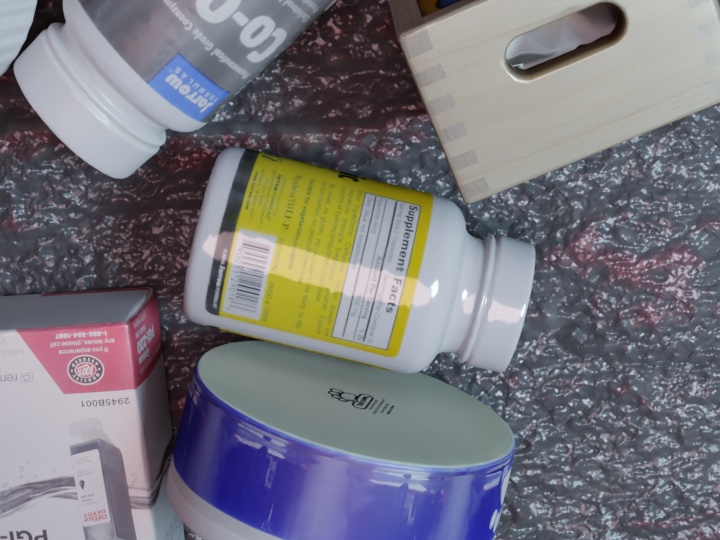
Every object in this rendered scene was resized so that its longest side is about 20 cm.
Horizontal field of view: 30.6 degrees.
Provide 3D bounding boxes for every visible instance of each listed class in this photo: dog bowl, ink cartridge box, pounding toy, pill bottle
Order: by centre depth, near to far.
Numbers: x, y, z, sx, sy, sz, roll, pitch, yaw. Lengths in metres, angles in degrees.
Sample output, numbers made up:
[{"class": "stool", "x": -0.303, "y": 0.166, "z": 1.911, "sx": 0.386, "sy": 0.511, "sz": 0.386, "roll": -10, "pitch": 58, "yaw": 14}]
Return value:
[{"class": "pounding toy", "x": 0.115, "y": -0.167, "z": 0.735, "sx": 0.199, "sy": 0.184, "sz": 0.143, "roll": -22, "pitch": 114, "yaw": 7}, {"class": "pill bottle", "x": -0.099, "y": -0.154, "z": 0.767, "sx": 0.200, "sy": 0.114, "sz": 0.114, "roll": -42, "pitch": 99, "yaw": 11}, {"class": "dog bowl", "x": -0.011, "y": 0.112, "z": 0.785, "sx": 0.199, "sy": 0.200, "sz": 0.079, "roll": 14, "pitch": 101, "yaw": -1}, {"class": "pill bottle", "x": 0.000, "y": 0.000, "z": 0.803, "sx": 0.198, "sy": 0.111, "sz": 0.112, "roll": 14, "pitch": 104, "yaw": -2}, {"class": "ink cartridge box", "x": -0.198, "y": 0.122, "z": 0.855, "sx": 0.144, "sy": 0.085, "sz": 0.202, "roll": -4, "pitch": 105, "yaw": 3}]

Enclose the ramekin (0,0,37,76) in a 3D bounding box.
[{"class": "ramekin", "x": -0.274, "y": -0.177, "z": 0.751, "sx": 0.201, "sy": 0.094, "sz": 0.204, "roll": 7, "pitch": 106, "yaw": 25}]
